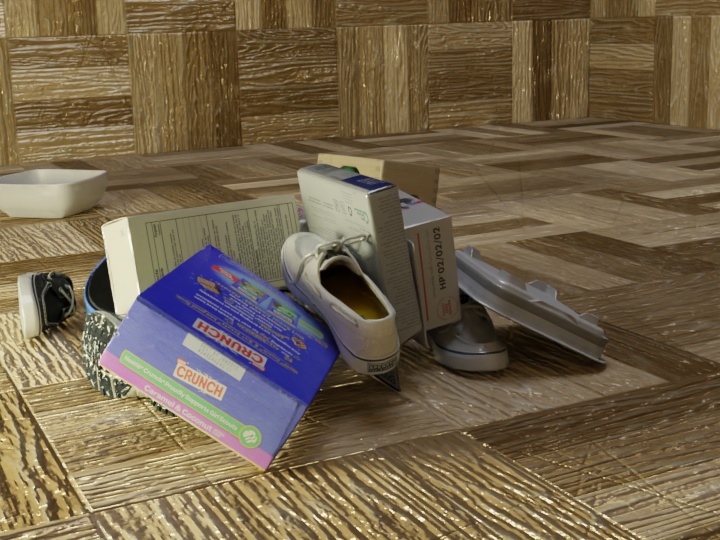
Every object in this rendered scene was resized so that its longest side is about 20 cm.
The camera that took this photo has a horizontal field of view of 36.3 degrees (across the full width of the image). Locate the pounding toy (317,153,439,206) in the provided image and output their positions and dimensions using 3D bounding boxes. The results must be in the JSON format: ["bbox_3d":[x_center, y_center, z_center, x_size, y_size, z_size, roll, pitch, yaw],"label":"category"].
[{"bbox_3d":[0.001,-0.123,1.897,0.182,0.145,0.198,11,7,42],"label":"pounding toy"}]

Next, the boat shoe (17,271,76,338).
[{"bbox_3d":[-0.383,0.033,1.347,0.062,0.072,0.200,-5,12,-11],"label":"boat shoe"}]

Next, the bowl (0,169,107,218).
[{"bbox_3d":[-0.620,-0.153,2.188,0.196,0.076,0.200,2,12,16],"label":"bowl"}]

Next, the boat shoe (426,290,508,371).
[{"bbox_3d":[0.105,0.056,1.187,0.072,0.067,0.200,-5,13,-16],"label":"boat shoe"}]

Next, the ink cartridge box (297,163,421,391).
[{"bbox_3d":[0.000,0.000,1.132,0.043,0.204,0.196,-17,18,-20],"label":"ink cartridge box"}]

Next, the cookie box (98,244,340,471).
[{"bbox_3d":[-0.113,0.069,0.976,0.170,0.076,0.200,33,16,1],"label":"cookie box"}]

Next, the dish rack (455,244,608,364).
[{"bbox_3d":[0.175,0.029,1.184,0.169,0.044,0.200,26,7,-17],"label":"dish rack"}]

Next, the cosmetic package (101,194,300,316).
[{"bbox_3d":[-0.165,-0.017,1.177,0.197,0.106,0.087,-9,1,-33],"label":"cosmetic package"}]

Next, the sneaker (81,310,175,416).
[{"bbox_3d":[-0.200,0.092,1.088,0.198,0.079,0.086,21,17,37],"label":"sneaker"}]

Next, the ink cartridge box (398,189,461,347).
[{"bbox_3d":[0.048,-0.009,1.155,0.067,0.117,0.200,-15,21,-18],"label":"ink cartridge box"}]

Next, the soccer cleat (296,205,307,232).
[{"bbox_3d":[-0.043,-0.040,1.295,0.196,0.088,0.070,-11,23,-7],"label":"soccer cleat"}]

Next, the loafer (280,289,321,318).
[{"bbox_3d":[-0.082,0.053,1.225,0.062,0.074,0.200,-3,3,-12],"label":"loafer"}]

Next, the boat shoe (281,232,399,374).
[{"bbox_3d":[-0.022,0.003,1.023,0.073,0.087,0.203,-12,39,-18],"label":"boat shoe"}]

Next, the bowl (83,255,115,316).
[{"bbox_3d":[-0.238,0.011,1.310,0.197,0.040,0.202,-12,34,8],"label":"bowl"}]
